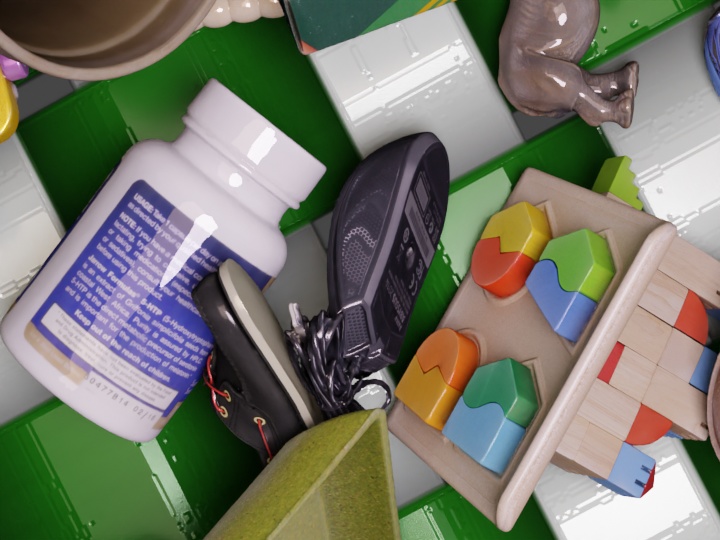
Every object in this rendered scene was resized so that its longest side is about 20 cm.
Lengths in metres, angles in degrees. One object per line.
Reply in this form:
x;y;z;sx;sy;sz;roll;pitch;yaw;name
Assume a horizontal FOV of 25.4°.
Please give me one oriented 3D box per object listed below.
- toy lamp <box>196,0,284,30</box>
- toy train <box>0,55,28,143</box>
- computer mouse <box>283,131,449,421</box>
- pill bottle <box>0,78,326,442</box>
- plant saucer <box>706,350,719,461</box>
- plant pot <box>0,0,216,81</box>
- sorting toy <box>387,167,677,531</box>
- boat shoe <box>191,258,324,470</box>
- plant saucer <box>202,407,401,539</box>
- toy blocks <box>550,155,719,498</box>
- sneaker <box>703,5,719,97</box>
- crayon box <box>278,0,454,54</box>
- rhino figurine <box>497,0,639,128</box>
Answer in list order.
-0.059;-0.166;0.997;0.198;0.058;0.059;-8;90;6;toy lamp
-0.286;-0.096;1.011;0.149;0.056;0.202;11;88;4;toy train
0.000;0.000;0.954;0.052;0.139;0.201;9;58;22;computer mouse
-0.114;-0.009;0.967;0.119;0.120;0.201;38;92;2;pill bottle
0.295;0.054;0.953;0.198;0.037;0.202;-5;120;-8;plant saucer
-0.195;-0.221;0.930;0.173;0.199;0.202;17;91;46;plant pot
0.085;0.034;0.919;0.036;0.200;0.186;28;92;-21;sorting toy
-0.059;0.070;0.937;0.063;0.202;0.074;-21;52;2;boat shoe
-0.054;0.192;0.910;0.048;0.201;0.200;27;57;26;plant saucer
0.162;0.054;0.970;0.136;0.100;0.201;30;78;-16;toy blocks
0.288;-0.089;0.967;0.075;0.078;0.200;-44;88;2;sneaker
0.036;-0.215;0.945;0.198;0.051;0.128;-20;51;-2;crayon box
0.130;-0.187;0.984;0.086;0.060;0.202;3;87;13;rhino figurine
